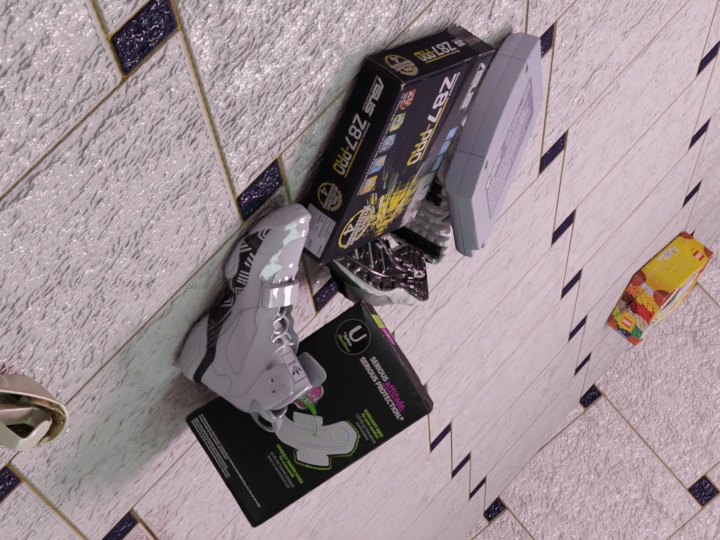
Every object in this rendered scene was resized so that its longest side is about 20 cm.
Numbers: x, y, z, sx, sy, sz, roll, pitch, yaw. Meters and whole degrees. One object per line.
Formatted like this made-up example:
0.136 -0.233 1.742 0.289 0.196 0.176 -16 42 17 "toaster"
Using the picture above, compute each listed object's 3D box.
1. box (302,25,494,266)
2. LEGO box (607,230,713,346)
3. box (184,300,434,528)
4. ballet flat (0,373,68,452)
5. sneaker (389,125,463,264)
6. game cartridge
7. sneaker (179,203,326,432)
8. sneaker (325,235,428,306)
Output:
0.027 -0.113 1.428 0.161 0.049 0.201 -29 150 -53 "box"
0.592 0.035 3.147 0.200 0.077 0.149 -36 158 -39 "LEGO box"
-0.043 0.133 1.517 0.199 0.125 0.149 -33 176 2 "box"
-0.266 0.101 1.105 0.070 0.069 0.200 -53 163 9 "ballet flat"
0.077 -0.076 1.613 0.081 0.075 0.200 -53 167 -26 "sneaker"
0.132 -0.129 1.569 0.133 0.041 0.201 82 29 -61 "game cartridge"
-0.072 0.044 1.396 0.201 0.115 0.075 -58 162 25 "sneaker"
0.000 0.000 1.567 0.079 0.074 0.200 -14 160 21 "sneaker"
